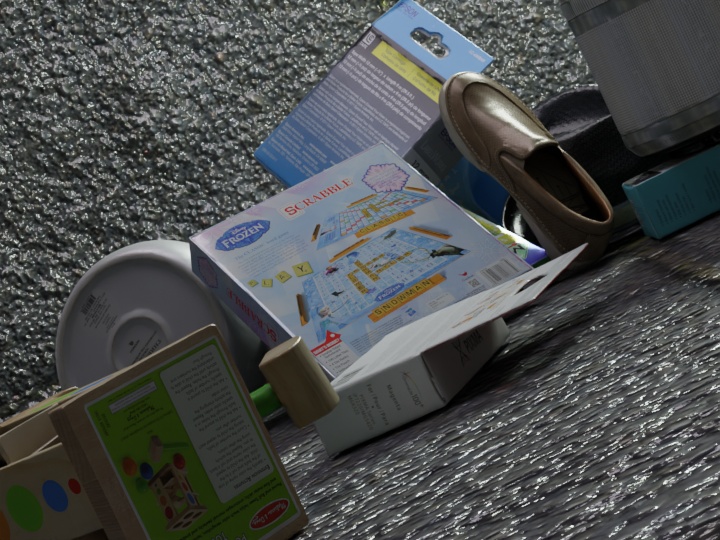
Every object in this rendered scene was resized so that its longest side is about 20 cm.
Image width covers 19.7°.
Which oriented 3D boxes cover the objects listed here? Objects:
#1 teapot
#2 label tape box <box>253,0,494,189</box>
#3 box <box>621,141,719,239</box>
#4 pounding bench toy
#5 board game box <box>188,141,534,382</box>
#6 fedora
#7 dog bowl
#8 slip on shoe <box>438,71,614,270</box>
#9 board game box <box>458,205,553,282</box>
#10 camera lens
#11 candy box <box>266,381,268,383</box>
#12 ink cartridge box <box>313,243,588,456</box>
[{"bbox_3d":[-0.155,0.072,1.766,0.199,0.198,0.146,-11,-7,22],"label":"teapot"},{"bbox_3d":[0.022,-0.129,1.829,0.200,0.066,0.143,-46,48,-3],"label":"label tape box"},{"bbox_3d":[0.314,-0.091,1.670,0.199,0.049,0.082,-26,3,2],"label":"box"},{"bbox_3d":[-0.121,0.116,1.178,0.156,0.125,0.200,-24,4,42],"label":"pounding bench toy"},{"bbox_3d":[0.000,0.000,1.648,0.199,0.199,0.041,-27,-40,-26],"label":"board game box"},{"bbox_3d":[0.200,-0.101,1.796,0.200,0.092,0.201,-25,31,16],"label":"fedora"},{"bbox_3d":[0.127,-0.076,1.903,0.049,0.200,0.112,6,69,39],"label":"dog bowl"},{"bbox_3d":[0.139,-0.093,1.709,0.076,0.200,0.061,-23,-21,-26],"label":"slip on shoe"},{"bbox_3d":[0.044,0.017,1.718,0.200,0.029,0.134,-28,34,-26],"label":"board game box"},{"bbox_3d":[0.255,-0.202,1.669,0.159,0.201,0.160,-26,3,1],"label":"camera lens"},{"bbox_3d":[-0.031,0.014,1.910,0.055,0.116,0.200,20,35,40],"label":"candy box"},{"bbox_3d":[0.070,0.051,1.411,0.173,0.044,0.200,-24,4,20],"label":"ink cartridge box"}]
